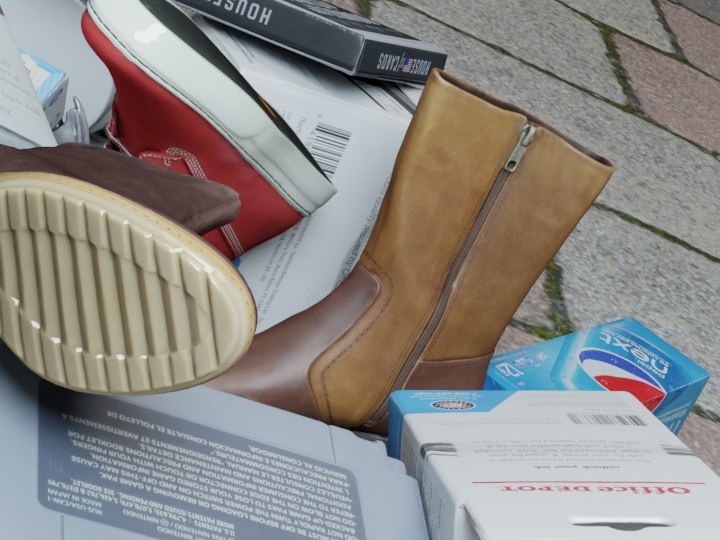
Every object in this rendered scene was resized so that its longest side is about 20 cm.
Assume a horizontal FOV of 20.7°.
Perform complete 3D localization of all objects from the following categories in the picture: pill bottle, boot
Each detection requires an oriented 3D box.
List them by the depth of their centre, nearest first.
[{"bbox_3d":[-0.089,-0.017,0.743,0.198,0.073,0.166,13,18,28],"label":"boot"},{"bbox_3d":[-0.105,-0.039,0.893,0.073,0.144,0.200,54,3,30],"label":"boot"},{"bbox_3d":[0.000,0.000,0.926,0.187,0.201,0.069,21,22,-17],"label":"boot"},{"bbox_3d":[-0.169,-0.146,1.183,0.113,0.114,0.200,27,20,-1],"label":"pill bottle"}]

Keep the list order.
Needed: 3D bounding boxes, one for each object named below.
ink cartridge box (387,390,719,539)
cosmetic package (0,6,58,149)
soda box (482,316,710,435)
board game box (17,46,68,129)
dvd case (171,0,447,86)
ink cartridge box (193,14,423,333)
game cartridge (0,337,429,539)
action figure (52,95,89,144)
[{"bbox_3d":[0.081,0.106,0.793,0.115,0.067,0.200,1,12,-8],"label":"ink cartridge box"},{"bbox_3d":[-0.218,-0.122,0.887,0.101,0.074,0.201,25,35,-57],"label":"cosmetic package"},{"bbox_3d":[0.118,0.080,1.076,0.064,0.068,0.199,36,22,22],"label":"soda box"},{"bbox_3d":[-0.260,-0.090,0.947,0.199,0.034,0.135,29,54,7],"label":"board game box"},{"bbox_3d":[-0.064,-0.146,1.057,0.199,0.025,0.150,23,10,16],"label":"dvd case"},{"bbox_3d":[-0.019,-0.032,1.059,0.199,0.145,0.084,16,21,-30],"label":"ink cartridge box"},{"bbox_3d":[-0.063,0.096,0.724,0.199,0.042,0.134,19,38,-23],"label":"game cartridge"},{"bbox_3d":[-0.210,-0.075,1.032,0.199,0.070,0.130,37,19,16],"label":"action figure"}]
